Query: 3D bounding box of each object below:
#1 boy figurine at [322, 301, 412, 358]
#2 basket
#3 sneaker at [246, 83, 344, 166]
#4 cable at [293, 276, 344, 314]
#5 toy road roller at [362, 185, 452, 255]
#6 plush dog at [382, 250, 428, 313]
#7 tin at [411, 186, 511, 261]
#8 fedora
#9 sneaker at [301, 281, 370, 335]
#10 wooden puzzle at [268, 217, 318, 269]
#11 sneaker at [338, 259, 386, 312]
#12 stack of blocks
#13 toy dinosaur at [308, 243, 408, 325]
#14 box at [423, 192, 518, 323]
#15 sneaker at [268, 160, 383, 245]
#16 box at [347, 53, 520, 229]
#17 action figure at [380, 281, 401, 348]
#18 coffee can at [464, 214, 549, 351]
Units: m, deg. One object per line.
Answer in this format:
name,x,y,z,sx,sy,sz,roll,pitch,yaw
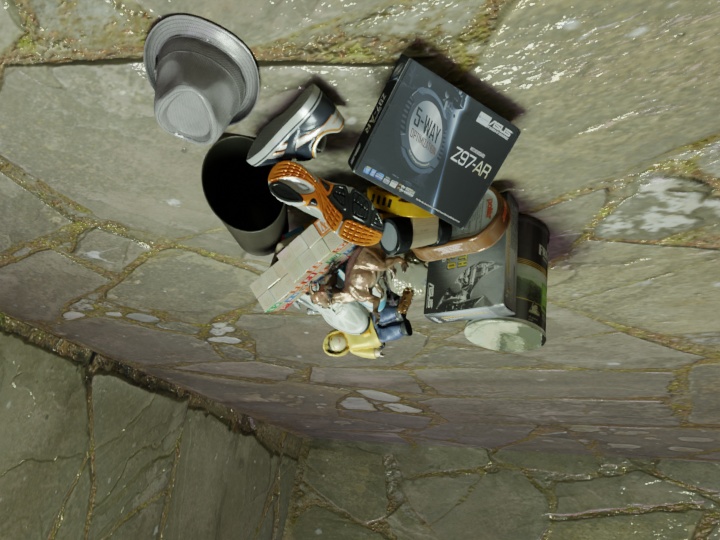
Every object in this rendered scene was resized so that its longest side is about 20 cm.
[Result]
boy figurine,0.007,0.124,1.181,0.194,0.128,0.064,-18,178,17
basket,-0.194,-0.113,1.033,0.133,0.183,0.201,-28,164,-9
sneaker,-0.104,-0.202,0.885,0.079,0.080,0.197,33,146,-28
cable,-0.109,0.023,1.304,0.195,0.070,0.202,6,143,39
toy road roller,0.061,-0.121,0.935,0.120,0.151,0.198,-11,-158,-33
plush dog,0.102,0.004,1.161,0.193,0.167,0.172,10,178,3
tin,0.161,-0.080,0.975,0.196,0.115,0.042,-12,147,39
fedora,-0.240,-0.254,0.826,0.173,0.093,0.199,23,152,-22
sneaker,-0.074,0.060,1.122,0.198,0.077,0.115,34,-177,15
wooden puzzle,-0.101,-0.059,1.112,0.038,0.182,0.200,57,153,6
sneaker,-0.009,0.008,1.156,0.075,0.201,0.082,-26,128,-7
stack of blocks,-0.101,-0.010,1.013,0.198,0.059,0.115,-39,168,13
toy dinosaur,0.000,0.000,1.006,0.133,0.204,0.086,30,-177,-9
box,0.191,-0.018,0.982,0.155,0.207,0.048,-11,151,40
sneaker,-0.048,-0.107,0.895,0.197,0.077,0.092,32,-176,2
box,0.102,-0.172,0.787,0.196,0.044,0.163,24,108,-23
action figure,0.049,0.081,1.287,0.115,0.202,0.104,4,133,28
coffee can,0.267,0.025,1.033,0.141,0.206,0.147,9,156,4
